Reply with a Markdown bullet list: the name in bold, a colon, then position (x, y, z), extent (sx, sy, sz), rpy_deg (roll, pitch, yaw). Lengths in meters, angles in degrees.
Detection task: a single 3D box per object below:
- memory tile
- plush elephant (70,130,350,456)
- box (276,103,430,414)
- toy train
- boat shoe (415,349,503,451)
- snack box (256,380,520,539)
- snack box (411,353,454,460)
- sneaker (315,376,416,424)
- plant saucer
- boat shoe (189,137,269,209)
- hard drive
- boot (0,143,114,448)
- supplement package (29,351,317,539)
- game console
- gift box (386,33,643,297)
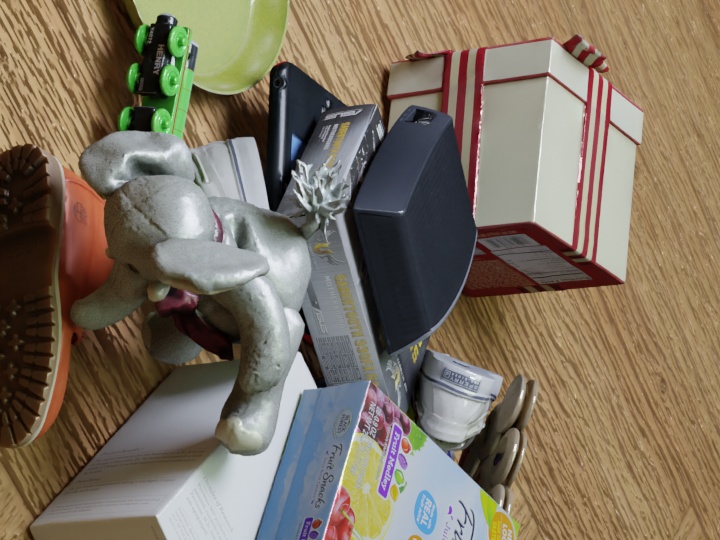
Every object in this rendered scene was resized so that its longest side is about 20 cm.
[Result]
- **memory tile**: position (0.090, 0.190, 1.765), extent (0.017, 0.153, 0.201), rpy_deg (22, 57, -8)
- **plush elephant**: position (-0.112, -0.001, 1.441), extent (0.154, 0.200, 0.165), rpy_deg (15, 26, -36)
- **box**: position (0.000, 0.000, 1.689), extent (0.159, 0.048, 0.201), rpy_deg (-69, 148, -55)
- **toy train**: position (-0.147, -0.080, 1.580), extent (0.056, 0.042, 0.201), rpy_deg (28, 70, -59)
- **boat shoe**: position (0.071, 0.106, 1.768), extent (0.200, 0.071, 0.070), rpy_deg (-40, 151, -89)
- **snack box**: position (0.018, 0.200, 1.545), extent (0.200, 0.067, 0.169), rpy_deg (46, 49, -39)
- **snack box**: position (0.051, 0.166, 1.844), extent (0.072, 0.024, 0.201), rpy_deg (12, 73, -55)
- **sneaker**: position (0.006, 0.162, 1.714), extent (0.081, 0.074, 0.201), rpy_deg (21, 35, -36)
- **plant saucer**: position (-0.124, -0.228, 1.677), extent (0.200, 0.031, 0.201), rpy_deg (19, 67, -53)
- **boat shoe**: position (-0.094, -0.017, 1.592), extent (0.072, 0.065, 0.201), rpy_deg (92, -11, -52)
- **hard drive**: position (0.045, -0.035, 1.691), extent (0.200, 0.042, 0.136), rpy_deg (-62, 142, -61)
- **boot**: position (-0.199, 0.027, 1.480), extent (0.107, 0.075, 0.201), rpy_deg (33, 55, -53)
- **supplement package**: position (-0.109, 0.159, 1.536), extent (0.200, 0.116, 0.118), rpy_deg (-49, 122, -47)
- **game console**: position (-0.030, -0.041, 1.731), extent (0.177, 0.031, 0.201), rpy_deg (38, 50, -66)
- **gift box**: position (0.125, -0.098, 1.873), extent (0.200, 0.184, 0.188), rpy_deg (35, 57, -54)
